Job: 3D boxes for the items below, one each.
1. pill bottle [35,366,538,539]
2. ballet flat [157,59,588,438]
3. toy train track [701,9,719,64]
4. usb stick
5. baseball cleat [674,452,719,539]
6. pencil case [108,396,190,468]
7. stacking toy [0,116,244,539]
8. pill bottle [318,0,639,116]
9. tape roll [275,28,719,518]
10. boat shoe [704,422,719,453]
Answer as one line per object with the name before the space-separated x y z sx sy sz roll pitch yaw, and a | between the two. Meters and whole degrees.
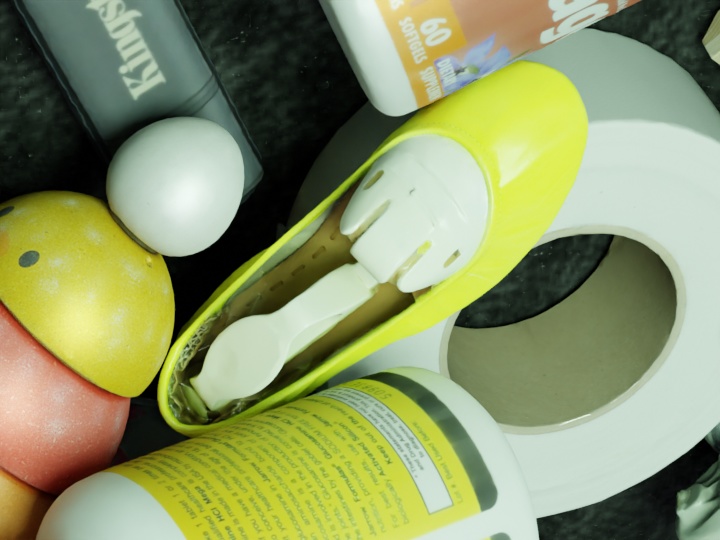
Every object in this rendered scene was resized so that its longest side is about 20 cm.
pill bottle | -0.044 0.113 1.010 0.199 0.112 0.113 -18 134 -32
ballet flat | 0.000 0.000 1.030 0.200 0.067 0.067 -39 176 23
toy train track | 0.211 -0.152 1.103 0.200 0.033 0.114 -42 137 21
usb stick | -0.092 -0.090 1.028 0.055 0.033 0.200 -26 131 1
baseball cleat | 0.229 0.079 1.197 0.106 0.070 0.200 40 127 -22
pencil case | -0.102 0.149 1.183 0.090 0.083 0.201 -19 135 -32
stacking toy | -0.119 0.018 1.043 0.200 0.146 0.146 -47 129 8
pill bottle | 0.073 -0.144 0.996 0.199 0.112 0.112 -26 132 0
tape roll | 0.069 0.004 1.143 0.201 0.071 0.203 -11 131 -13
boat shoe | 0.245 0.036 1.240 0.201 0.065 0.075 -21 131 -1
